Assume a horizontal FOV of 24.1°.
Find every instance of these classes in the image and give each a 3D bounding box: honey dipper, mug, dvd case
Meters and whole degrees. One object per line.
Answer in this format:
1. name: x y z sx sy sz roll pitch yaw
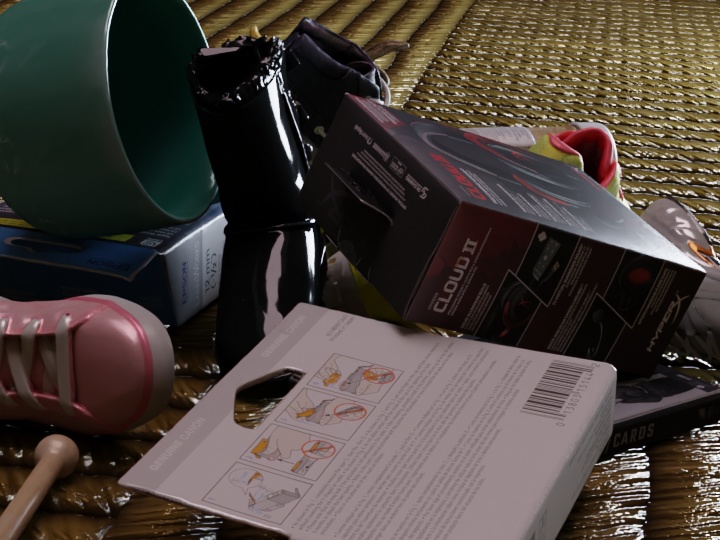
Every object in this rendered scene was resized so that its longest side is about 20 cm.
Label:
1. honey dipper: -0.156 0.113 0.759 0.038 0.038 0.200 4 15 4
2. mug: -0.161 -0.083 1.035 0.114 0.185 0.152 -7 34 20
3. dvd case: 0.082 0.072 0.951 0.200 0.025 0.150 -11 22 -37

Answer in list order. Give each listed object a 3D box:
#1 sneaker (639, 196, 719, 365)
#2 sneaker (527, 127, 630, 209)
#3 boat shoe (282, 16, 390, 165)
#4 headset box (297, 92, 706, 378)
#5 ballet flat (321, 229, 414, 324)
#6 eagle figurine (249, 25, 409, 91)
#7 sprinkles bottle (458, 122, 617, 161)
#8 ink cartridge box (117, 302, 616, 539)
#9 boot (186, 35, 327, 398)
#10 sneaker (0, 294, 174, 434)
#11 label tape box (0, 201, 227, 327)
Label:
1. sneaker: 0.201 0.033 1.056 0.092 0.076 0.200 -27 31 -5
2. sneaker: 0.151 -0.054 1.149 0.078 0.090 0.200 34 16 18
3. boat shoe: 0.000 -0.099 1.236 0.200 0.093 0.075 34 29 -22
4. headset box: 0.069 -0.022 0.952 0.200 0.075 0.149 14 20 -32
5. ballet flat: 0.000 0.000 1.134 0.067 0.067 0.200 -19 15 0
6. eagle figurine: -0.075 -0.142 1.498 0.151 0.152 0.200 43 59 9
7. sprinkles bottle: 0.112 -0.087 1.407 0.199 0.068 0.068 -3 18 -19
8. ink cartridge box: 0.011 0.089 0.797 0.176 0.045 0.200 11 27 20
9. boot: -0.061 -0.039 1.006 0.073 0.163 0.198 -7 29 7
10. sneaker: -0.195 0.051 0.887 0.200 0.076 0.105 7 11 40
11. label tape box: -0.171 -0.009 1.114 0.143 0.066 0.200 8 20 16
